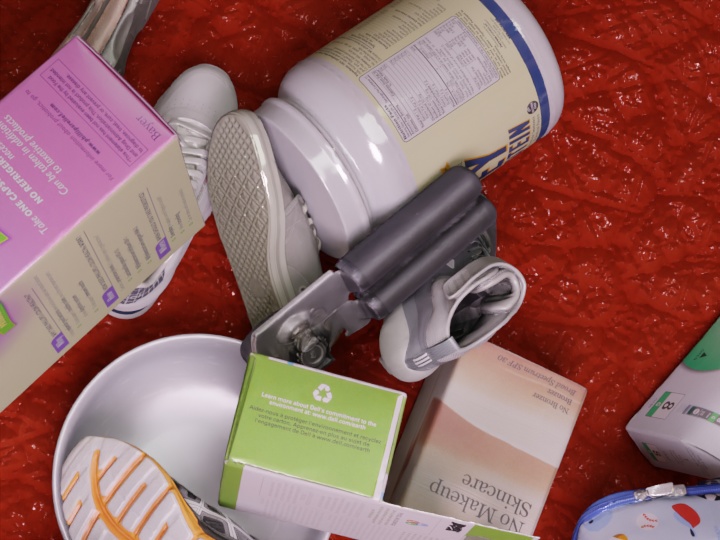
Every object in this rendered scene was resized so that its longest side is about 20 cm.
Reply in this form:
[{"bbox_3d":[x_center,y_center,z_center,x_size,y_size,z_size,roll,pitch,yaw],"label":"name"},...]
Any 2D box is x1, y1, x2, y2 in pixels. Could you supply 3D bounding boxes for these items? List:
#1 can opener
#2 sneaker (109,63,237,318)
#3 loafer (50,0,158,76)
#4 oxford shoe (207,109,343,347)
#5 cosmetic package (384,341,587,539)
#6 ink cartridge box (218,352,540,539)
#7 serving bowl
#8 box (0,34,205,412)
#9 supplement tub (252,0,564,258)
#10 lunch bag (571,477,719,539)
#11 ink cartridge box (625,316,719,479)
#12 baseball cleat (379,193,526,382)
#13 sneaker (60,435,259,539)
[{"bbox_3d":[0.000,0.000,1.286,0.200,0.067,0.053,-40,125,-11],"label":"can opener"},{"bbox_3d":[-0.134,-0.061,1.338,0.076,0.081,0.200,21,73,-6],"label":"sneaker"},{"bbox_3d":[-0.186,-0.193,1.361,0.063,0.072,0.200,23,77,0],"label":"loafer"},{"bbox_3d":[-0.059,-0.024,1.329,0.058,0.075,0.200,-29,115,-31],"label":"oxford shoe"},{"bbox_3d":[0.073,0.159,1.336,0.103,0.087,0.200,24,75,-8],"label":"cosmetic package"},{"bbox_3d":[0.013,0.129,1.214,0.199,0.148,0.076,14,72,-2],"label":"ink cartridge box"},{"bbox_3d":[-0.117,0.148,1.306,0.200,0.066,0.201,3,77,-12],"label":"serving bowl"},{"bbox_3d":[-0.210,-0.023,1.191,0.200,0.176,0.097,-44,78,-10],"label":"box"},{"bbox_3d":[0.031,-0.114,1.352,0.200,0.145,0.145,-35,88,-17],"label":"supplement tub"},{"bbox_3d":[0.209,0.223,1.300,0.160,0.200,0.076,-4,46,-12],"label":"lunch bag"},{"bbox_3d":[0.304,0.083,1.347,0.161,0.200,0.050,-46,109,-17],"label":"ink cartridge box"},{"bbox_3d":[0.082,0.004,1.328,0.070,0.106,0.200,50,40,-23],"label":"baseball cleat"},{"bbox_3d":[-0.116,0.183,1.231,0.200,0.077,0.078,40,97,16],"label":"sneaker"}]
